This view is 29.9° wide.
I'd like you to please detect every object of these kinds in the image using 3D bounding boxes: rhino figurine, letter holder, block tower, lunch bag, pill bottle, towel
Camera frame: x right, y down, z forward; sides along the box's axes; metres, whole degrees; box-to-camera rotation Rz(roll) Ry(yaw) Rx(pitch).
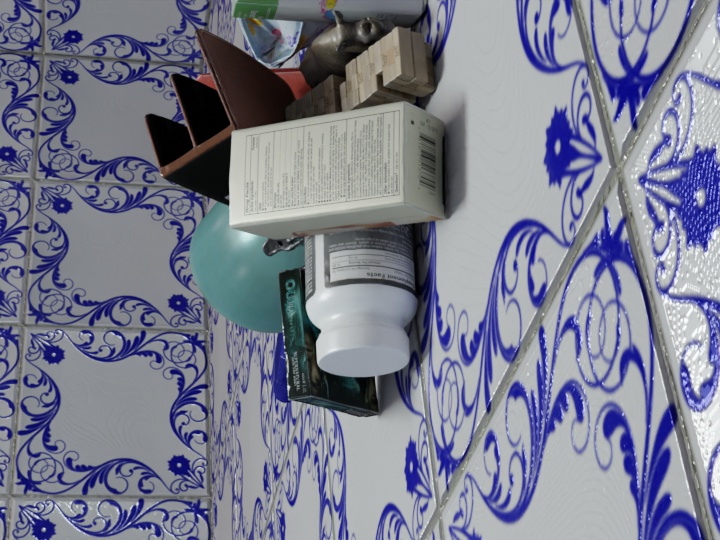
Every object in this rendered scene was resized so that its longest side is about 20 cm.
[{"bbox_3d":[-0.012,-0.234,1.438,0.200,0.087,0.060,149,123,-75],"label":"rhino figurine"},{"bbox_3d":[-0.142,-0.159,1.466,0.200,0.100,0.143,22,-137,-62],"label":"letter holder"},{"bbox_3d":[-0.001,-0.180,1.407,0.200,0.054,0.058,-26,61,49],"label":"block tower"},{"bbox_3d":[-0.070,-0.361,1.636,0.170,0.127,0.201,-42,-31,-45],"label":"lunch bag"},{"bbox_3d":[0.000,0.000,1.389,0.116,0.115,0.202,119,152,-65],"label":"pill bottle"},{"bbox_3d":[-0.095,0.085,2.034,0.148,0.049,0.201,-90,9,-48],"label":"towel"}]

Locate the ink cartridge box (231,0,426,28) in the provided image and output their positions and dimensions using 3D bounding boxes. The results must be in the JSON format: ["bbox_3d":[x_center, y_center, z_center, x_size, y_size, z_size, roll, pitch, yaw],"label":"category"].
[{"bbox_3d":[-0.033,-0.339,1.424,0.084,0.198,0.146,168,104,-81],"label":"ink cartridge box"}]

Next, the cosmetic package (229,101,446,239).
[{"bbox_3d":[-0.023,-0.093,1.307,0.087,0.199,0.104,16,-107,-58],"label":"cosmetic package"}]

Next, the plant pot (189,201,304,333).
[{"bbox_3d":[-0.103,-0.044,1.748,0.161,0.199,0.202,130,142,-52],"label":"plant pot"}]

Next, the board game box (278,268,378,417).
[{"bbox_3d":[-0.032,0.084,1.471,0.200,0.028,0.136,26,-124,-66],"label":"board game box"}]

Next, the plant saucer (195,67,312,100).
[{"bbox_3d":[-0.108,-0.229,1.657,0.200,0.198,0.037,-71,-22,-79],"label":"plant saucer"}]

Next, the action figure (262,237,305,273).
[{"bbox_3d":[-0.022,-0.052,1.549,0.200,0.101,0.120,-44,-60,-47],"label":"action figure"}]
